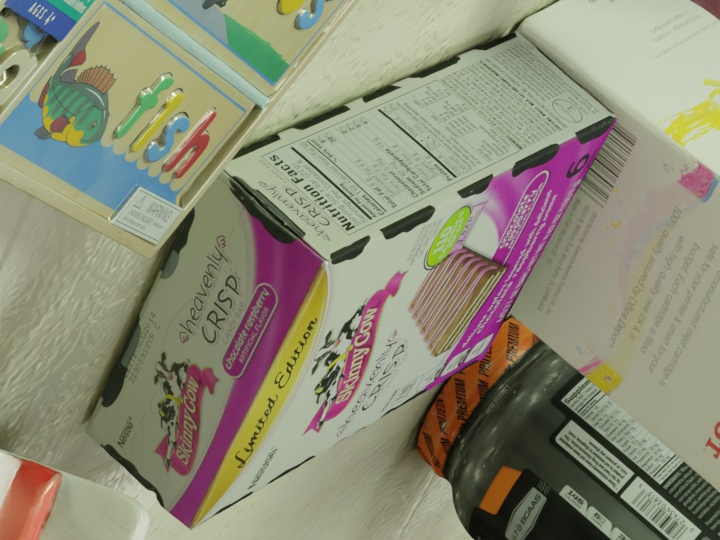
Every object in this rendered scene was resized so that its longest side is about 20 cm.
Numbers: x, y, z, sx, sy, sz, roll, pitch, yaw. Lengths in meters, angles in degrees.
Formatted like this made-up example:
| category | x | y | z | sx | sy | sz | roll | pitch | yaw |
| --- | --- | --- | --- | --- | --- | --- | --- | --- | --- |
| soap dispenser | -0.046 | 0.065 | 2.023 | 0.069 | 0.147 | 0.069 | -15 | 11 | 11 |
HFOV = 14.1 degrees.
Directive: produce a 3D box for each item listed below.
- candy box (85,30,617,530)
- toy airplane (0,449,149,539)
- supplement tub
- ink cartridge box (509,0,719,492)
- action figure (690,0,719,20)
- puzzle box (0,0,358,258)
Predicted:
| category | x | y | z | sx | sy | sz | roll | pitch | yaw |
| --- | --- | --- | --- | --- | --- | --- | --- | --- | --- |
| candy box | 0.000 | 0.000 | 1.095 | 0.200 | 0.061 | 0.137 | -27 | 151 | -49 |
| toy airplane | -0.132 | 0.155 | 0.962 | 0.200 | 0.141 | 0.200 | -31 | 154 | -43 |
| supplement tub | 0.130 | 0.116 | 1.397 | 0.122 | 0.200 | 0.123 | -42 | 159 | -20 |
| ink cartridge box | 0.153 | -0.017 | 1.194 | 0.125 | 0.200 | 0.129 | -31 | 155 | -43 |
| action figure | 0.130 | -0.159 | 1.088 | 0.199 | 0.135 | 0.149 | -20 | -170 | -34 |
| puzzle box | -0.062 | -0.079 | 0.858 | 0.133 | 0.025 | 0.200 | -52 | 161 | 2 |
